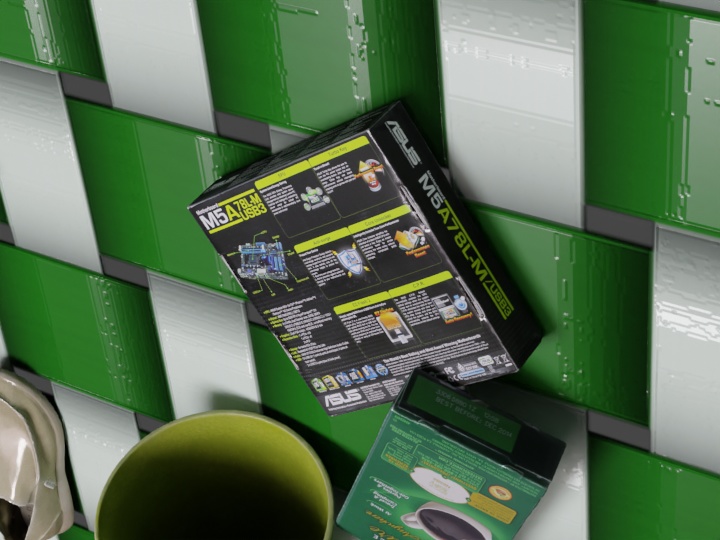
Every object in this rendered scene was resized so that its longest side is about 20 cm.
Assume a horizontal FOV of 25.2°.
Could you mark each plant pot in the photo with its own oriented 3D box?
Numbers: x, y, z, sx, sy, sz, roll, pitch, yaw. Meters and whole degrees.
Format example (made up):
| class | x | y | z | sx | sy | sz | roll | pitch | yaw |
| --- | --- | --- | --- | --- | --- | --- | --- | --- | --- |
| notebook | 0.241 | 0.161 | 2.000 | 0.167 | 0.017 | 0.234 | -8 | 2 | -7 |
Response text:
| class | x | y | z | sx | sy | sz | roll | pitch | yaw |
| --- | --- | --- | --- | --- | --- | --- | --- | --- | --- |
| plant pot | -0.104 | 0.246 | 1.314 | 0.186 | 0.188 | 0.201 | 24 | 149 | 21 |

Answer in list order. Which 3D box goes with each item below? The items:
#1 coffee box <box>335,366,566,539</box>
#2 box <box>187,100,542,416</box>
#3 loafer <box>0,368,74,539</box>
| class | x | y | z | sx | sy | sz | roll | pitch | yaw |
| --- | --- | --- | --- | --- | --- | --- | --- | --- | --- |
| coffee box | 0.059 | 0.156 | 1.157 | 0.122 | 0.044 | 0.201 | 26 | 145 | 5 |
| box | 0.000 | 0.000 | 1.112 | 0.199 | 0.047 | 0.194 | -19 | 108 | 46 |
| loafer | -0.315 | 0.180 | 1.487 | 0.075 | 0.068 | 0.201 | 13 | 129 | 30 |
